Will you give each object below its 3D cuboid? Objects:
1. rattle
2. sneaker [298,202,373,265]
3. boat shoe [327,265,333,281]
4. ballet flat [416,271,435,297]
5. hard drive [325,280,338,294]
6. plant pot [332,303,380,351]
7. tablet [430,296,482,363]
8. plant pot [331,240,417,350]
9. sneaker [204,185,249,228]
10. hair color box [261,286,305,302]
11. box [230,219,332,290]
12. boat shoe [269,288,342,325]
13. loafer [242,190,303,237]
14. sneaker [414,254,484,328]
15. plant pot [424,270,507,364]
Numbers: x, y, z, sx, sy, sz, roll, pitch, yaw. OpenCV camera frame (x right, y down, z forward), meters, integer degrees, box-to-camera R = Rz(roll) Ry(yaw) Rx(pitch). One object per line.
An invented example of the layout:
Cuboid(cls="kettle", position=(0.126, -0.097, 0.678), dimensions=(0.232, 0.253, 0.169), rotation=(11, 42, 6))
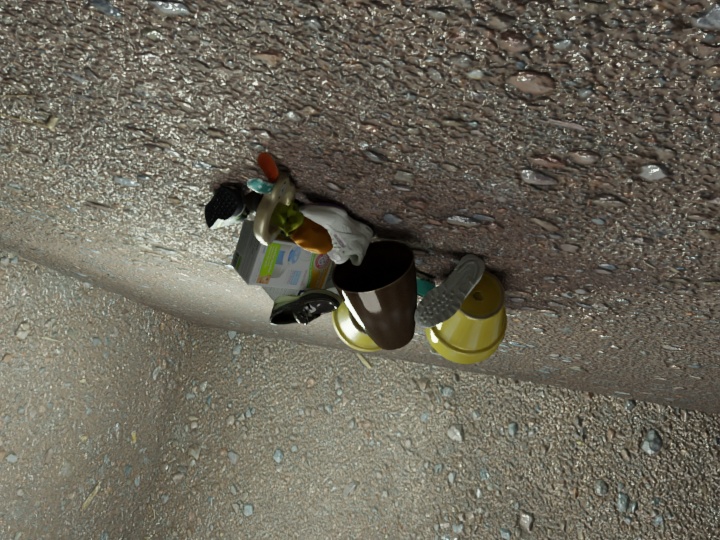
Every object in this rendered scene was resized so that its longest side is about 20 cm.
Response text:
Cuboid(cls="rattle", position=(-0.125, -0.111, 1.282), dimensions=(0.143, 0.130, 0.201), rotation=(42, 149, 18))
Cuboid(cls="sneaker", position=(-0.050, -0.073, 1.436), dimensions=(0.074, 0.101, 0.199), rotation=(2, 162, 46))
Cuboid(cls="boat shoe", position=(-0.153, -0.034, 1.800), dimensions=(0.197, 0.072, 0.063), rotation=(18, 125, 15))
Cuboid(cls="ballet flat", position=(0.111, 0.023, 1.770), dimensions=(0.071, 0.073, 0.199), rotation=(0, 162, 43))
Cuboid(cls="hard drive", position=(-0.151, 0.018, 1.808), dimensions=(0.131, 0.026, 0.199), rotation=(-12, -148, -43))
Cuboid(cls="plant pot", position=(0.027, 0.110, 1.834), dimensions=(0.198, 0.204, 0.189), rotation=(13, 174, -3))
Cuboid(cls="tablet", position=(0.253, 0.129, 1.776), dimensions=(0.128, 0.203, 0.014), rotation=(12, 152, 3))
Cuboid(cls="plant pot", position=(0.052, 0.070, 1.558), dimensions=(0.185, 0.187, 0.202), rotation=(4, 129, 32))
Cuboid(cls="sneaker", position=(-0.272, -0.138, 1.504), dimensions=(0.082, 0.073, 0.199), rotation=(-11, 180, -30))
Cuboid(cls="hair color box", position=(-0.192, 0.013, 1.716), dimensions=(0.060, 0.101, 0.200), rotation=(5, -147, -48))
Cuboid(cls="box", position=(-0.167, -0.030, 1.552), dimensions=(0.198, 0.114, 0.101), rotation=(8, -159, -38))
Cuboid(cls="boat shoe", position=(-0.124, 0.091, 1.571), dimensions=(0.198, 0.065, 0.073), rotation=(-14, 134, 41))
Cuboid(cls="loafer", position=(-0.165, -0.119, 1.450), dimensions=(0.071, 0.074, 0.200), rotation=(15, 166, 39))
Cuboid(cls="sneaker", position=(0.199, 0.055, 1.550), dimensions=(0.076, 0.200, 0.081), rotation=(46, 175, 11))
Cuboid(cls="plant pot", position=(0.262, 0.097, 1.679), dimensions=(0.197, 0.203, 0.190), rotation=(12, 153, 3))
